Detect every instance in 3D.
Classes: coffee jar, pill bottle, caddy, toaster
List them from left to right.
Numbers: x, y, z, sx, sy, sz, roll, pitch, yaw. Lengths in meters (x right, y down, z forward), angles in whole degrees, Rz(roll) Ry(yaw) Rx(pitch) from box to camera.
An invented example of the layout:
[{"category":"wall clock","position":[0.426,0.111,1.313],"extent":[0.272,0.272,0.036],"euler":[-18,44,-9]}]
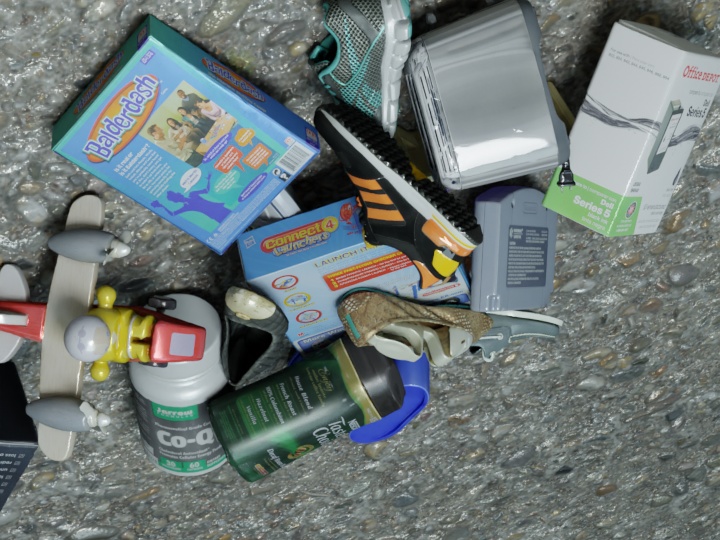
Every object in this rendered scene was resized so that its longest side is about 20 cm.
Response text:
[{"category":"pill bottle","position":[-0.191,0.124,1.828],"extent":[0.113,0.113,0.200],"euler":[-16,141,-12]},{"category":"coffee jar","position":[-0.053,0.141,1.772],"extent":[0.200,0.085,0.104],"euler":[-27,153,2]},{"category":"caddy","position":[-0.001,0.114,1.926],"extent":[0.141,0.105,0.200],"euler":[12,146,-21]},{"category":"toaster","position":[0.120,-0.158,1.624],"extent":[0.129,0.114,0.200],"euler":[-16,98,-2]}]

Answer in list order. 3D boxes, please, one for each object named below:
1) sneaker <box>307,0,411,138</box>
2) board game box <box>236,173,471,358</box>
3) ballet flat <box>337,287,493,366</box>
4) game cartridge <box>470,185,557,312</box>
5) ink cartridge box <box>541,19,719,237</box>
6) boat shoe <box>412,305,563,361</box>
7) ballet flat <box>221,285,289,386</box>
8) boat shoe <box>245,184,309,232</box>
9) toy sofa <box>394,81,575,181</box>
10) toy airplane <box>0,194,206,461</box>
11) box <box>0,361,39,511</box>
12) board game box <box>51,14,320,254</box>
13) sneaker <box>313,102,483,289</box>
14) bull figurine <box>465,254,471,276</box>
[{"category":"sneaker","position":[-0.006,-0.189,1.614],"extent":[0.091,0.078,0.200],"euler":[1,134,-7]},{"category":"board game box","position":[0.000,0.000,1.721],"extent":[0.200,0.056,0.196],"euler":[-18,150,7]},{"category":"ballet flat","position":[0.061,0.067,1.740],"extent":[0.200,0.065,0.071],"euler":[9,144,-35]},{"category":"game cartridge","position":[0.165,-0.024,1.814],"extent":[0.041,0.133,0.200],"euler":[-1,179,24]},{"category":"ink cartridge box","position":[0.280,-0.142,1.713],"extent":[0.145,0.084,0.200],"euler":[-6,121,-60]},{"category":"boat shoe","position":[0.128,0.068,1.857],"extent":[0.200,0.073,0.062],"euler":[5,91,-22]},{"category":"ballet flat","position":[-0.110,0.067,1.692],"extent":[0.057,0.066,0.200],"euler":[-60,170,-21]},{"category":"boat shoe","position":[-0.087,-0.050,1.713],"extent":[0.067,0.074,0.200],"euler":[-30,143,4]},{"category":"toy sofa","position":[0.123,-0.116,1.747],"extent":[0.200,0.083,0.098],"euler":[-14,140,-15]},{"category":"toy airplane","position":[-0.276,0.056,1.642],"extent":[0.199,0.141,0.200],"euler":[-36,98,-3]},{"category":"box","position":[-0.468,0.194,1.748],"extent":[0.200,0.124,0.197],"euler":[7,131,-35]},{"category":"board game box","position":[-0.161,-0.122,1.567],"extent":[0.200,0.045,0.152],"euler":[33,116,-28]},{"category":"sneaker","position":[0.017,-0.067,1.582],"extent":[0.090,0.200,0.070],"euler":[-49,175,22]},{"category":"bull figurine","position":[0.060,-0.006,1.854],"extent":[0.200,0.065,0.121],"euler":[25,127,-39]}]
